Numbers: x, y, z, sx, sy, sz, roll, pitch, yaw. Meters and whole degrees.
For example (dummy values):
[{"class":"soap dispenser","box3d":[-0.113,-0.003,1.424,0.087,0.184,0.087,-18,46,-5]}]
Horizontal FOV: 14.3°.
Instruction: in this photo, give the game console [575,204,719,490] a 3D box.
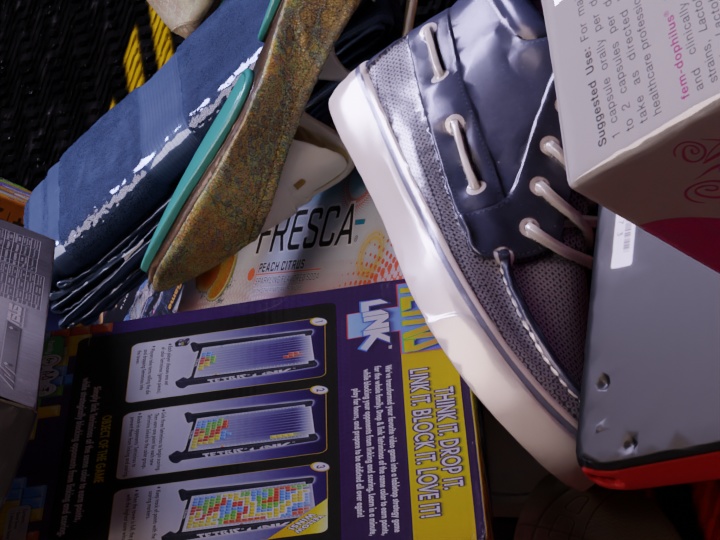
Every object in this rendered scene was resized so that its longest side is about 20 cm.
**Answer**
[{"class":"game console","box3d":[0.150,-0.033,0.921,0.176,0.031,0.201,-14,60,42]}]

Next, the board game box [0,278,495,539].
[{"class":"board game box","box3d":[-0.038,0.077,0.984,0.200,0.165,0.057,-91,-7,-65]}]

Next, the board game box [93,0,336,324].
[{"class":"board game box","box3d":[-0.058,-0.037,1.333,0.201,0.034,0.135,-64,29,11]}]

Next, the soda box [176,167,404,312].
[{"class":"soda box","box3d":[0.000,0.000,1.175,0.200,0.063,0.069,-4,68,59]}]

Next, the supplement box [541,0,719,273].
[{"class":"supplement box","box3d":[0.158,-0.087,0.815,0.200,0.101,0.104,-31,51,31]}]

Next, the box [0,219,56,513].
[{"class":"box","box3d":[-0.155,0.079,0.995,0.200,0.048,0.159,-103,33,-73]}]

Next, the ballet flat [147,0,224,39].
[{"class":"ballet flat","box3d":[-0.051,-0.194,1.373,0.200,0.062,0.067,-54,-5,29]}]

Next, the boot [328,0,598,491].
[{"class":"boot","box3d":[0.061,-0.023,1.008,0.090,0.073,0.200,-39,53,16]}]

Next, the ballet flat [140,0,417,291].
[{"class":"ballet flat","box3d":[-0.021,-0.074,1.130,0.201,0.070,0.071,-66,28,5]}]

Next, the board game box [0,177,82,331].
[{"class":"board game box","box3d":[-0.266,0.033,1.481,0.200,0.199,0.201,23,92,62]}]

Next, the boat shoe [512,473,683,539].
[{"class":"boat shoe","box3d":[0.076,0.151,0.935,0.200,0.072,0.065,-95,21,-48]}]

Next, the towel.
[{"class":"towel","box3d":[-0.063,-0.064,1.230,0.200,0.049,0.112,-42,22,15]}]

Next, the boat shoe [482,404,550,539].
[{"class":"boat shoe","box3d":[0.028,0.081,1.102,0.200,0.073,0.063,13,127,56]}]
